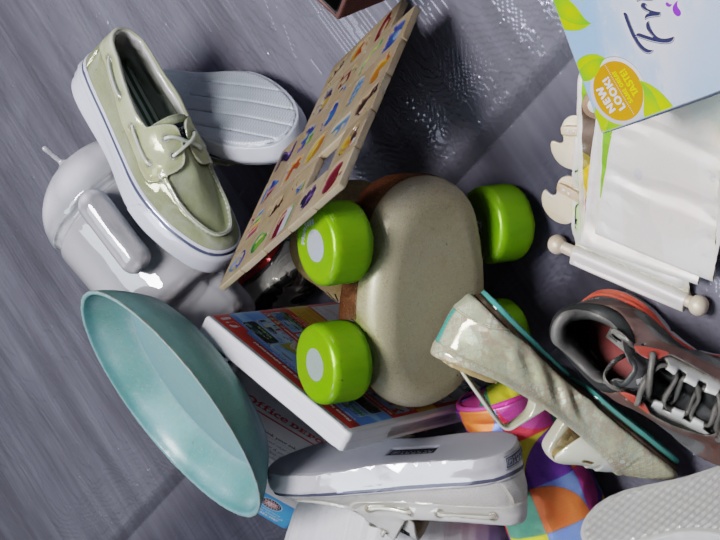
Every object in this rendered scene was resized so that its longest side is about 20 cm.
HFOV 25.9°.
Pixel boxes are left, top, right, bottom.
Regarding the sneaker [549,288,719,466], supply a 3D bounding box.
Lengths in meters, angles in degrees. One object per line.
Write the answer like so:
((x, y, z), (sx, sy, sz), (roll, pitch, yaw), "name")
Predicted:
((0.200, 0.079, 0.990), (0.199, 0.082, 0.078), (28, 107, 34), "sneaker")

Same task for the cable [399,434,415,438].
((-0.016, 0.104, 1.272), (0.199, 0.050, 0.098), (13, 128, 41), "cable")

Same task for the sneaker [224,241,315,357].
((-0.101, 0.015, 1.314), (0.200, 0.077, 0.085), (-42, 63, 44), "sneaker")

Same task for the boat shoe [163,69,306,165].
((-0.113, -0.116, 1.240), (0.199, 0.072, 0.062), (18, 155, 40), "boat shoe")

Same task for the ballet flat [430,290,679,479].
((0.128, 0.092, 1.052), (0.200, 0.062, 0.067), (40, -179, -14), "ballet flat")

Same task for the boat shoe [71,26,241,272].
((-0.149, -0.090, 1.160), (0.201, 0.072, 0.062), (54, 136, 13), "boat shoe")

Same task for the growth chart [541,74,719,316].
((0.183, -0.067, 0.988), (0.144, 0.018, 0.201), (34, 133, 30), "growth chart")

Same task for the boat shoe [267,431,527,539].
((0.026, 0.157, 1.099), (0.199, 0.071, 0.070), (-7, 104, 26), "boat shoe")

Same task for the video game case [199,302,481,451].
((-0.005, 0.071, 1.135), (0.143, 0.199, 0.018), (37, 111, 27), "video game case")

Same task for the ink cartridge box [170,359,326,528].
((-0.059, 0.111, 1.213), (0.116, 0.068, 0.200), (31, 141, -7), "ink cartridge box")

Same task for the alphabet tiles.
((-0.023, -0.094, 1.070), (0.008, 0.201, 0.167), (33, 143, -15), "alphabet tiles")

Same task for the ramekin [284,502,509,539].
((0.028, 0.238, 1.203), (0.199, 0.098, 0.201), (9, 153, 5), "ramekin")

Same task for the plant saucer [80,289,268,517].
((-0.126, 0.088, 1.129), (0.200, 0.036, 0.201), (40, 154, 24), "plant saucer")

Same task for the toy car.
((0.000, 0.000, 1.116), (0.200, 0.163, 0.159), (19, 112, 56), "toy car")

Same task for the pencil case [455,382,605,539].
((0.138, 0.169, 1.126), (0.088, 0.088, 0.201), (-10, 104, 49), "pencil case")

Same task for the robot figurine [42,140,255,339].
((-0.170, -0.023, 1.225), (0.200, 0.113, 0.170), (48, 180, 10), "robot figurine")

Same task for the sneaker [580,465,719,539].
((0.257, 0.187, 1.033), (0.200, 0.073, 0.114), (-16, 122, 43), "sneaker")

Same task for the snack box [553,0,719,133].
((0.177, -0.197, 0.868), (0.168, 0.067, 0.201), (-17, 93, 49), "snack box")

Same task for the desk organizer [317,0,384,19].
((0.019, -0.264, 1.002), (0.072, 0.077, 0.201), (45, 138, 19), "desk organizer")
